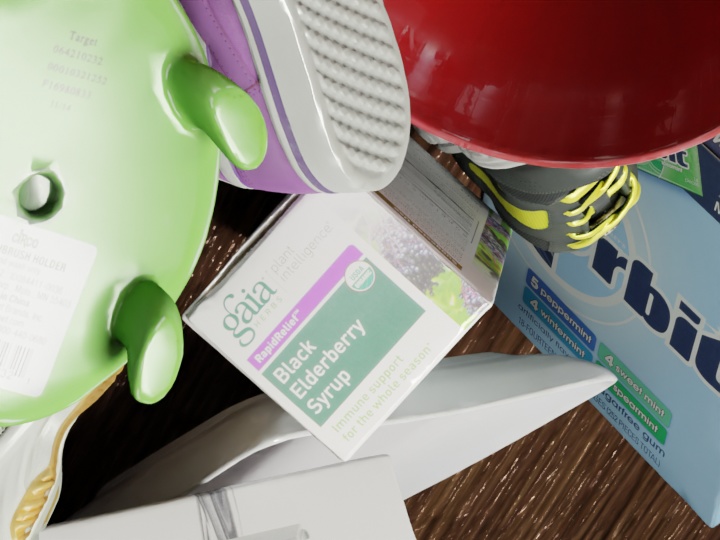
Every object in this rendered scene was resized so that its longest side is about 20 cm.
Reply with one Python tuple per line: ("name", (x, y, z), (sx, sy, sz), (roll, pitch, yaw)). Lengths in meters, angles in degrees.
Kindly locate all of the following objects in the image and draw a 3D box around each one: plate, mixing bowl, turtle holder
("plate", (-0.021, 0.080, 1.240), (0.199, 0.032, 0.199), (-7, 162, -40))
("mixing bowl", (0.071, -0.147, 0.985), (0.109, 0.199, 0.201), (-66, 180, -54))
("turtle holder", (-0.121, -0.052, 0.886), (0.140, 0.132, 0.187), (-16, 114, -29))

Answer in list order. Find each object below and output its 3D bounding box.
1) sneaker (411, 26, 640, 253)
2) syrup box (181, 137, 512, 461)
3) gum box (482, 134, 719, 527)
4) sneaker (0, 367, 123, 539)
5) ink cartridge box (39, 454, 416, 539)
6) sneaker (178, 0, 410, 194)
("sneaker", (0.081, -0.049, 1.117), (0.074, 0.085, 0.200), (-42, -170, -1))
("syrup box", (0.000, 0.000, 1.087), (0.079, 0.081, 0.200), (-48, -177, 9))
("gum box", (0.125, -0.013, 1.228), (0.044, 0.170, 0.200), (-29, 149, -25))
("sneaker", (-0.132, 0.027, 1.052), (0.201, 0.087, 0.076), (-63, 177, -10))
("ink cartridge box", (-0.088, 0.148, 1.174), (0.199, 0.083, 0.146), (-10, 165, -28))
("sneaker", (-0.061, -0.117, 0.943), (0.073, 0.114, 0.201), (-37, 124, -47))
